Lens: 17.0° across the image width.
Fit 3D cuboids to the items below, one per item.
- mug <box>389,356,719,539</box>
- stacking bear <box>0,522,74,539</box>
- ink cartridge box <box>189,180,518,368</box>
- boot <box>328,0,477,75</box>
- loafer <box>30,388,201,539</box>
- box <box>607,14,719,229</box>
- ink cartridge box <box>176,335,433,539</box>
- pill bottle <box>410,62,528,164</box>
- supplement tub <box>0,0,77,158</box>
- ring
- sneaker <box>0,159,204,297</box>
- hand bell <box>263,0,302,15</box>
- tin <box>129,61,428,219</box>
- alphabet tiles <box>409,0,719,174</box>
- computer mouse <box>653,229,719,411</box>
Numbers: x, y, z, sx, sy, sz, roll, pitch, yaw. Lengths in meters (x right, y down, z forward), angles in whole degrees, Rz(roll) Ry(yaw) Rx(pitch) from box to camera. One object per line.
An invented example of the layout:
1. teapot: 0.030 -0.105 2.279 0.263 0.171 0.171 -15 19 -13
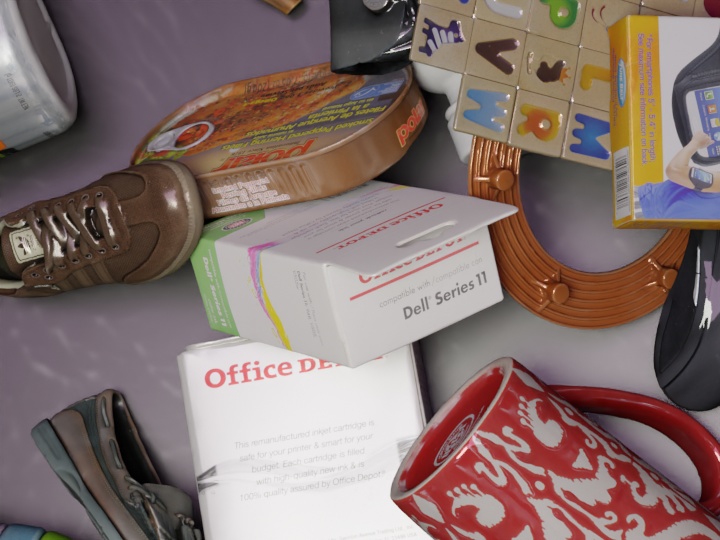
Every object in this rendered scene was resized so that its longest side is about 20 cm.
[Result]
1. mug: 0.128 0.146 1.410 0.200 0.178 0.133 40 114 -9
2. stacking bear: -0.182 0.222 1.478 0.199 0.122 0.114 17 68 1
3. ink cartridge box: 0.000 0.000 1.403 0.117 0.200 0.068 -24 109 -29
4. boot: -0.015 -0.213 1.421 0.164 0.066 0.201 -9 90 28
5. loafer: -0.135 0.139 1.463 0.063 0.072 0.200 -39 47 -7
6. box: 0.243 -0.084 1.384 0.199 0.041 0.120 0 84 -10
7. ink cartridge box: -0.021 0.136 1.472 0.146 0.083 0.201 -10 82 6
8. pill bottle: 0.072 -0.174 1.474 0.119 0.120 0.201 -19 80 6
9. supplement tub: -0.290 -0.111 1.522 0.199 0.123 0.123 -22 81 7
10. ring: 0.151 -0.062 1.435 0.200 0.019 0.201 -7 104 -29
11. sneaker: -0.175 -0.015 1.465 0.200 0.075 0.071 -20 87 48
12. hand bell: -0.110 -0.242 1.542 0.104 0.104 0.200 -43 92 2
13. tin: -0.051 -0.080 1.472 0.199 0.112 0.042 -8 119 33
14. alphabet tiles: 0.129 -0.145 1.387 0.199 0.006 0.167 14 80 -16
15. computer mouse: 0.210 -0.020 1.435 0.140 0.046 0.201 22 86 -30
